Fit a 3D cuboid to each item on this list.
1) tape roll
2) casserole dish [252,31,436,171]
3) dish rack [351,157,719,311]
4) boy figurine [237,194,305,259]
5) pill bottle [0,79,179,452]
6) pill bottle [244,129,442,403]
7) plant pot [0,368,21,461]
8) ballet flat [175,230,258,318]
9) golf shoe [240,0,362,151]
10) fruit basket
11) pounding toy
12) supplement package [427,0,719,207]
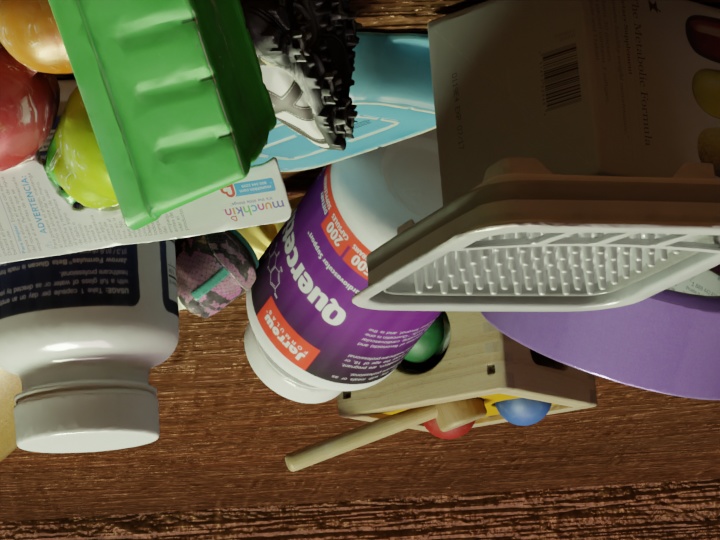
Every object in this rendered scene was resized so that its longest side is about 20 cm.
[{"bbox_3d":[0.186,0.023,1.967,0.200,0.066,0.200,15,-166,-4],"label":"tape roll"},{"bbox_3d":[-0.022,-0.093,1.624,0.121,0.039,0.200,6,164,-42],"label":"casserole dish"},{"bbox_3d":[0.099,-0.018,1.453,0.171,0.044,0.200,0,167,-22],"label":"dish rack"},{"bbox_3d":[-0.008,-0.027,1.879,0.200,0.065,0.124,-6,157,17],"label":"boy figurine"},{"bbox_3d":[-0.161,0.000,1.619,0.111,0.200,0.111,-4,168,-1],"label":"pill bottle"},{"bbox_3d":[0.000,0.000,1.764,0.112,0.113,0.200,2,146,-28],"label":"pill bottle"},{"bbox_3d":[-0.220,0.011,1.774,0.200,0.187,0.186,-29,156,36],"label":"plant pot"},{"bbox_3d":[-0.126,0.003,1.830,0.071,0.069,0.200,-38,-166,-15],"label":"ballet flat"},{"bbox_3d":[-0.057,-0.116,1.431,0.094,0.078,0.200,-1,161,16],"label":"golf shoe"},{"bbox_3d":[-0.146,-0.092,1.322,0.200,0.186,0.094,-6,-152,25],"label":"fruit basket"},{"bbox_3d":[0.062,0.085,2.270,0.184,0.143,0.200,-12,167,31],"label":"pounding toy"},{"bbox_3d":[0.146,-0.082,1.543,0.109,0.114,0.200,-15,165,42],"label":"supplement package"}]
